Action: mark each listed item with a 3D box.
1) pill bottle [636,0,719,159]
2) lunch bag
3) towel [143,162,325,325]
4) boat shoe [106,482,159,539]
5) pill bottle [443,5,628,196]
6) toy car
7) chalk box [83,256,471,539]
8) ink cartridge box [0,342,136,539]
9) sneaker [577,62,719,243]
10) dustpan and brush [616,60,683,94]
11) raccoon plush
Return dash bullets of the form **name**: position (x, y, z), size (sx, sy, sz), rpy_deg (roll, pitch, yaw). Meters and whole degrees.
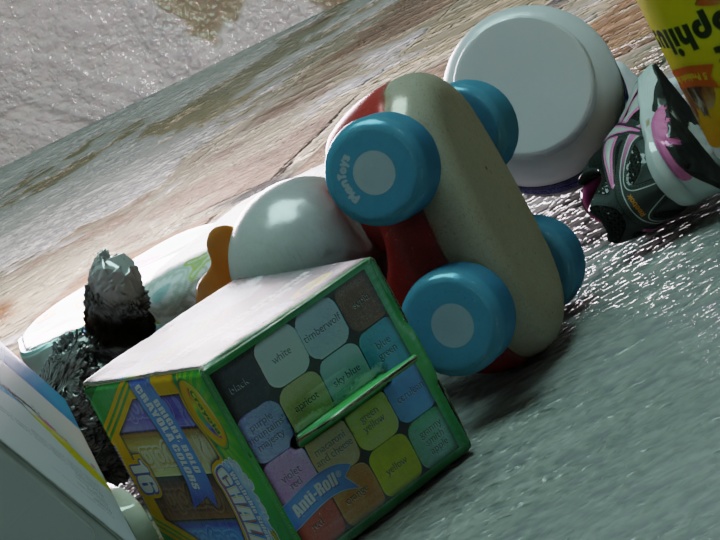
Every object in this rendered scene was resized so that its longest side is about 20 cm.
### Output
- **pill bottle**: position (0.226, -0.136, 1.614), size (0.109, 0.200, 0.109), rpy_deg (-28, 11, 6)
- **lunch bag**: position (-0.159, 0.041, 2.114), size (0.200, 0.077, 0.160), rpy_deg (-30, 12, -4)
- **towel**: position (-0.034, -0.030, 1.840), size (0.171, 0.048, 0.200), rpy_deg (-25, 8, 25)
- **boat shoe**: position (-0.181, 0.156, 1.658), size (0.060, 0.072, 0.201), rpy_deg (-29, 13, -24)
- **pill bottle**: position (0.116, -0.113, 1.883), size (0.119, 0.120, 0.200), rpy_deg (-28, -5, 6)
- **toy car**: position (0.000, 0.000, 1.643), size (0.200, 0.177, 0.184), rpy_deg (-26, 1, 23)
- **chalk box**: position (-0.035, 0.077, 1.518), size (0.124, 0.124, 0.200), rpy_deg (-33, 13, -27)
- **ink cartridge box**: position (-0.235, 0.123, 1.539), size (0.147, 0.146, 0.200), rpy_deg (-45, 29, 3)
- **sneaker**: position (0.174, -0.070, 1.789), size (0.086, 0.080, 0.200), rpy_deg (-37, 3, 14)
- **dustpan and brush**: position (0.189, -0.122, 2.074), size (0.200, 0.057, 0.140), rpy_deg (-35, 12, 4)
- **raccoon plush**: position (-0.199, 0.087, 1.773), size (0.097, 0.200, 0.134), rpy_deg (26, 48, 36)
